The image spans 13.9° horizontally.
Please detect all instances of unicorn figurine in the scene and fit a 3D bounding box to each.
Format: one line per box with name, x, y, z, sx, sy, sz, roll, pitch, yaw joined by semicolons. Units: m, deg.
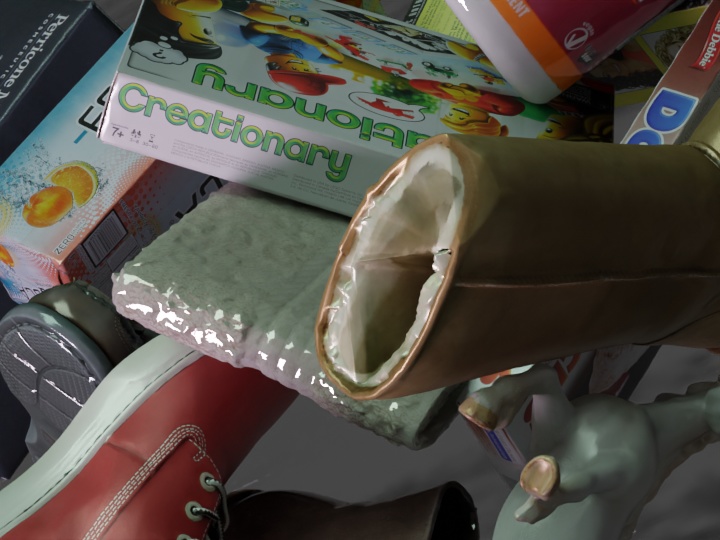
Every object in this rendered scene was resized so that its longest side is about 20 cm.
unicorn figurine;0.075;0.085;1.011;0.074;0.137;0.200;47;107;25

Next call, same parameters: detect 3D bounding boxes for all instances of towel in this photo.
towel;0.000;0.000;1.135;0.200;0.132;0.035;-42;-28;-59

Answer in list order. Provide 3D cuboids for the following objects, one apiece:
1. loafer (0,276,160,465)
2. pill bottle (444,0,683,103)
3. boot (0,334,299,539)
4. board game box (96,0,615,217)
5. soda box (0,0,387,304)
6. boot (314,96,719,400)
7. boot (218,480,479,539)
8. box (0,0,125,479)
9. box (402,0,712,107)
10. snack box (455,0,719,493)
loafer;-0.103;0.046;1.203;0.072;0.200;0.063;36;68;14
pill bottle;0.115;-0.165;1.154;0.200;0.110;0.110;-38;33;6
boot;-0.058;0.106;1.082;0.144;0.073;0.200;31;63;34
board game box;0.003;-0.063;1.173;0.126;0.199;0.035;-81;8;-61
soda box;-0.077;-0.064;1.263;0.068;0.064;0.200;25;64;36
boot;0.096;-0.034;1.000;0.066;0.199;0.176;39;119;39
boot;-0.053;0.161;1.100;0.166;0.072;0.201;-11;41;44
box;-0.199;-0.025;1.432;0.196;0.124;0.200;13;63;51
box;0.103;-0.110;1.253;0.199;0.050;0.075;-10;45;43
snack box;0.106;-0.009;1.113;0.024;0.072;0.200;21;68;34
